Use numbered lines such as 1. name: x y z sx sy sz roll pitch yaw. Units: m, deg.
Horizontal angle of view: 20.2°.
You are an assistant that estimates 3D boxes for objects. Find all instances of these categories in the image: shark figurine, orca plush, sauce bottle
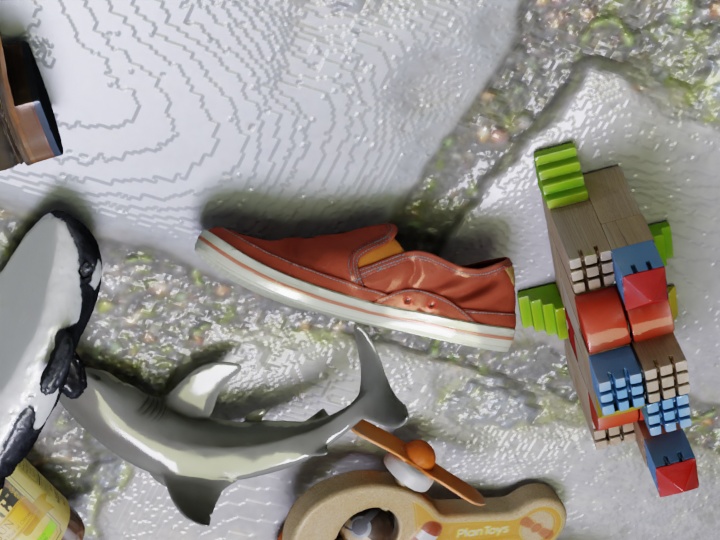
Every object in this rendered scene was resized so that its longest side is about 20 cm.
1. shark figurine: -0.073 0.112 1.220 0.213 0.090 0.129 -3 131 5
2. orca plush: -0.180 0.070 1.162 0.071 0.105 0.202 18 78 -43
3. sauce bottle: -0.246 0.114 1.214 0.064 0.065 0.200 -31 126 12

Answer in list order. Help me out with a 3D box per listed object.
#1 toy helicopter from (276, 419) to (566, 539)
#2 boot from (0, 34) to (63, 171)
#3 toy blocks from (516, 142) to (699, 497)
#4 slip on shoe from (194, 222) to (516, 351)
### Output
1. toy helicopter: 0.045 0.158 1.316 0.199 0.079 0.133 -2 119 -23
2. boot: -0.228 -0.122 1.035 0.096 0.075 0.201 -19 130 -1
3. toy blocks: 0.154 0.042 1.196 0.099 0.137 0.201 -14 127 -1
4. slip on shoe: 0.000 0.000 1.186 0.199 0.074 0.062 12 89 -13
